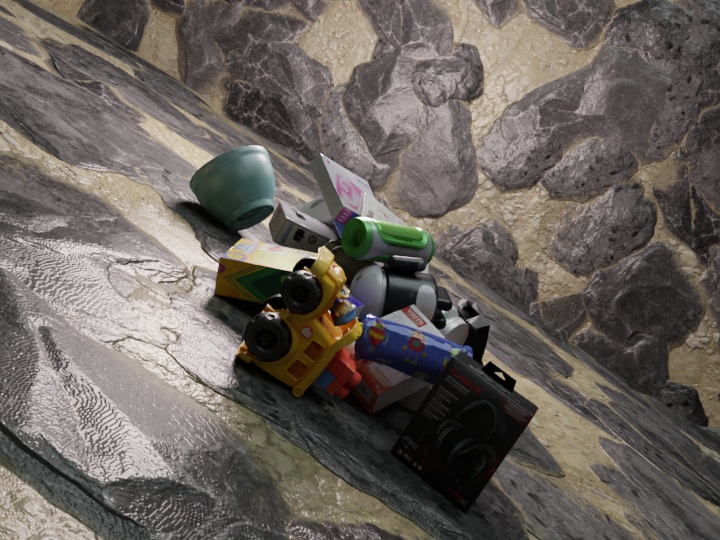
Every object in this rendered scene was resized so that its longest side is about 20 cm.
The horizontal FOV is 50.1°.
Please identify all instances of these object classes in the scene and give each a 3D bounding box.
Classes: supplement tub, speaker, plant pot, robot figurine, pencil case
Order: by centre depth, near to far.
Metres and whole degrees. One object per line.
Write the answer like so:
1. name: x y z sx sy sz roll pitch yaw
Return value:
1. pencil case: 0.081 0.135 1.256 0.197 0.087 0.079 19 55 -4
2. robot figurine: 0.075 0.057 1.494 0.197 0.153 0.125 10 -13 -13
3. speaker: 0.057 -0.054 1.525 0.198 0.089 0.088 8 25 -44
4. supplement tub: 0.131 0.111 1.735 0.199 0.146 0.144 39 13 30
5. plant pot: -0.279 -0.177 1.786 0.135 0.199 0.200 63 20 12

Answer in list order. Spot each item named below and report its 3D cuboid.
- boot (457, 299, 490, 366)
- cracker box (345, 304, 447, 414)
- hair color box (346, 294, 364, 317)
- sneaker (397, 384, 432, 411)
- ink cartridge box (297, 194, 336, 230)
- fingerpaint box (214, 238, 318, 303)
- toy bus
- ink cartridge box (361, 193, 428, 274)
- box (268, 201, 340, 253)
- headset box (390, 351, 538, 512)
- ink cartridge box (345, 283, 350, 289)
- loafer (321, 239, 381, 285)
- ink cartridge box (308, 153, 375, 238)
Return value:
1. boot: 0.234 0.143 1.810 0.165 0.065 0.201 40 -25 34
2. cracker box: 0.057 0.149 1.341 0.198 0.058 0.134 -20 52 -37
3. hair color box: -0.066 0.099 1.347 0.064 0.110 0.200 33 11 9
4. sneaker: 0.065 0.179 1.431 0.198 0.077 0.111 27 24 5
5. ink cartridge box: -0.040 -0.085 1.795 0.199 0.144 0.084 38 41 -39
6. fingerpaint box: -0.167 0.006 1.435 0.164 0.074 0.200 11 12 -1
7. toy bus: -0.063 0.094 1.180 0.191 0.201 0.136 39 13 -3
8. ink cartridge box: 0.064 -0.050 1.648 0.199 0.050 0.163 35 37 -22
9. box: -0.094 -0.064 1.653 0.198 0.061 0.117 25 15 -22
10. headset box: 0.164 0.234 1.173 0.148 0.201 0.077 36 12 16
11. ink cartridge box: -0.052 0.040 1.693 0.200 0.085 0.145 41 13 34
12. loafer: 0.000 0.000 1.594 0.198 0.076 0.070 26 10 -32
13. ink cartridge box: -0.012 -0.135 1.654 0.196 0.043 0.202 23 37 -56
